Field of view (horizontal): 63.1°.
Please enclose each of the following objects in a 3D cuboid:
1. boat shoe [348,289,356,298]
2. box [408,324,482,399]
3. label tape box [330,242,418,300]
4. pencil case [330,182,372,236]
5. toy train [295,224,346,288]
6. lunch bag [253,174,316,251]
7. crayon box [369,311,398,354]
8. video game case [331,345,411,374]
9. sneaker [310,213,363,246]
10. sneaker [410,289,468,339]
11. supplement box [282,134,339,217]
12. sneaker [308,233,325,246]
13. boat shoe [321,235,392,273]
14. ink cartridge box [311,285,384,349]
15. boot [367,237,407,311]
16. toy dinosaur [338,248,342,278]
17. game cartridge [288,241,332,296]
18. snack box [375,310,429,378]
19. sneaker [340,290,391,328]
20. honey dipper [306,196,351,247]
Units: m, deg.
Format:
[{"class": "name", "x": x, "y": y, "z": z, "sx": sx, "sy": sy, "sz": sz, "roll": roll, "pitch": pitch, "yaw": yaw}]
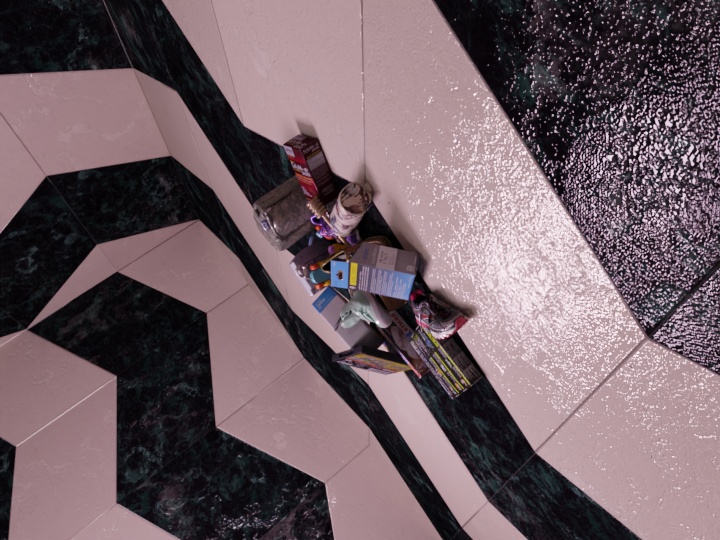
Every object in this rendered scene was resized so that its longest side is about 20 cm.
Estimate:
[{"class": "boat shoe", "x": 0.001, "y": 0.075, "z": 1.728, "sx": 0.201, "sy": 0.085, "sz": 0.076, "roll": 25, "pitch": 135, "yaw": 57}, {"class": "box", "x": 0.213, "y": 0.224, "z": 1.514, "sx": 0.201, "sy": 0.047, "sz": 0.194, "roll": 52, "pitch": 160, "yaw": 15}, {"class": "label tape box", "x": 0.031, "y": -0.002, "z": 1.386, "sx": 0.195, "sy": 0.065, "sz": 0.145, "roll": 11, "pitch": 154, "yaw": 2}, {"class": "pencil case", "x": -0.024, "y": -0.145, "z": 1.428, "sx": 0.079, "sy": 0.088, "sz": 0.200, "roll": 62, "pitch": 166, "yaw": 7}, {"class": "toy train", "x": -0.113, "y": -0.051, "z": 1.701, "sx": 0.149, "sy": 0.203, "sz": 0.055, "roll": 35, "pitch": 164, "yaw": -25}, {"class": "lunch bag", "x": -0.209, "y": -0.177, "z": 1.676, "sx": 0.140, "sy": 0.199, "sz": 0.169, "roll": 47, "pitch": 162, "yaw": 21}, {"class": "crayon box", "x": 0.087, "y": 0.187, "z": 1.774, "sx": 0.201, "sy": 0.051, "sz": 0.126, "roll": 50, "pitch": 162, "yaw": 20}, {"class": "video game case", "x": 0.043, "y": 0.262, "z": 1.704, "sx": 0.196, "sy": 0.026, "sz": 0.180, "roll": 18, "pitch": 157, "yaw": -26}, {"class": "sneaker", "x": -0.064, "y": -0.109, "z": 1.600, "sx": 0.199, "sy": 0.083, "sz": 0.082, "roll": 37, "pitch": 155, "yaw": 41}, {"class": "sneaker", "x": 0.171, "y": 0.099, "z": 1.346, "sx": 0.076, "sy": 0.080, "sz": 0.199, "roll": 63, "pitch": 162, "yaw": -18}, {"class": "supplement box", "x": -0.122, "y": -0.249, "z": 1.544, "sx": 0.108, "sy": 0.060, "sz": 0.203, "roll": 28, "pitch": 147, "yaw": 53}, {"class": "sneaker", "x": -0.144, "y": -0.053, "z": 1.943, "sx": 0.078, "sy": 0.065, "sz": 0.202, "roll": 46, "pitch": 160, "yaw": 39}, {"class": "boat shoe", "x": -0.011, "y": -0.029, "z": 1.469, "sx": 0.197, "sy": 0.068, "sz": 0.073, "roll": -22, "pitch": 92, "yaw": 34}, {"class": "ink cartridge box", "x": -0.036, "y": 0.158, "z": 1.763, "sx": 0.200, "sy": 0.084, "sz": 0.145, "roll": 45, "pitch": 179, "yaw": 30}, {"class": "boot", "x": 0.057, "y": 0.013, "z": 1.510, "sx": 0.203, "sy": 0.075, "sz": 0.073, "roll": 62, "pitch": 163, "yaw": -16}, {"class": "toy dinosaur", "x": 0.000, "y": 0.000, "z": 1.644, "sx": 0.132, "sy": 0.088, "sz": 0.200, "roll": 15, "pitch": 171, "yaw": 8}, {"class": "game cartridge", "x": -0.128, "y": -0.014, "z": 1.783, "sx": 0.041, "sy": 0.199, "sz": 0.135, "roll": -32, "pitch": 90, "yaw": 37}, {"class": "snack box", "x": 0.130, "y": 0.203, "z": 1.651, "sx": 0.200, "sy": 0.071, "sz": 0.024, "roll": 48, "pitch": 161, "yaw": 23}, {"class": "sneaker", "x": 0.009, "y": 0.128, "z": 1.562, "sx": 0.074, "sy": 0.118, "sz": 0.201, "roll": 44, "pitch": -177, "yaw": -26}, {"class": "honey dipper", "x": -0.063, "y": -0.104, "z": 1.524, "sx": 0.201, "sy": 0.038, "sz": 0.038, "roll": 50, "pitch": 163, "yaw": -7}]
